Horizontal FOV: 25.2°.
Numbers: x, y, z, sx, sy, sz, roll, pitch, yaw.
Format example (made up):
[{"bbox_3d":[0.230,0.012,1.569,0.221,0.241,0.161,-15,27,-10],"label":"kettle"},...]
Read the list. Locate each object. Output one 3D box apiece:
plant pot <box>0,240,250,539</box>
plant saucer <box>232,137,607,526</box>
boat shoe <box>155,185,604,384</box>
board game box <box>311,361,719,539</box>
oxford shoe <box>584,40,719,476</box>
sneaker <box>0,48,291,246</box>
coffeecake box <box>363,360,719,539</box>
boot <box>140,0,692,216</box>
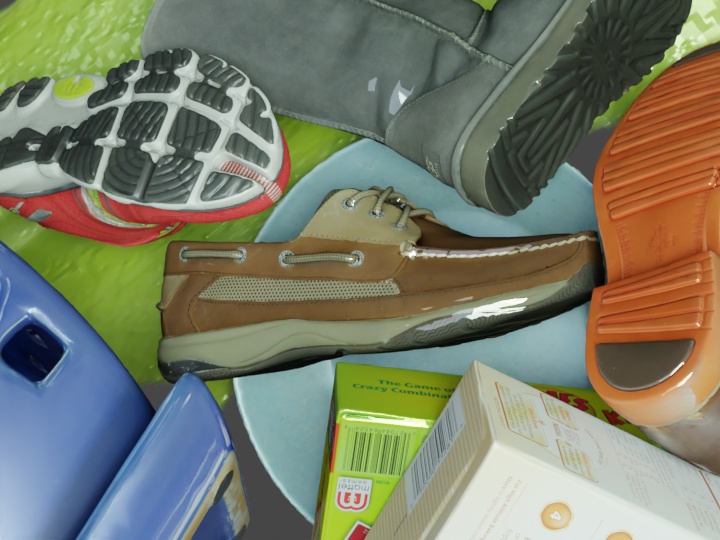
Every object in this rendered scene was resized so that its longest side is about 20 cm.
[{"bbox_3d":[-0.160,0.112,0.690,0.180,0.200,0.200,27,71,9],"label":"plant pot"},{"bbox_3d":[0.040,0.035,0.726,0.201,0.039,0.201,0,91,18],"label":"plant saucer"},{"bbox_3d":[0.000,0.000,0.680,0.200,0.076,0.074,-10,85,18],"label":"boat shoe"},{"bbox_3d":[0.083,0.102,0.657,0.200,0.048,0.102,7,112,-4],"label":"board game box"},{"bbox_3d":[0.138,-0.010,0.649,0.071,0.073,0.200,-14,44,39],"label":"oxford shoe"},{"bbox_3d":[-0.097,-0.047,0.731,0.200,0.085,0.077,7,63,43],"label":"sneaker"},{"bbox_3d":[0.095,0.150,0.611,0.200,0.073,0.154,26,108,-11],"label":"coffeecake box"},{"bbox_3d":[0.026,-0.120,0.710,0.200,0.073,0.182,27,62,39],"label":"boot"}]
